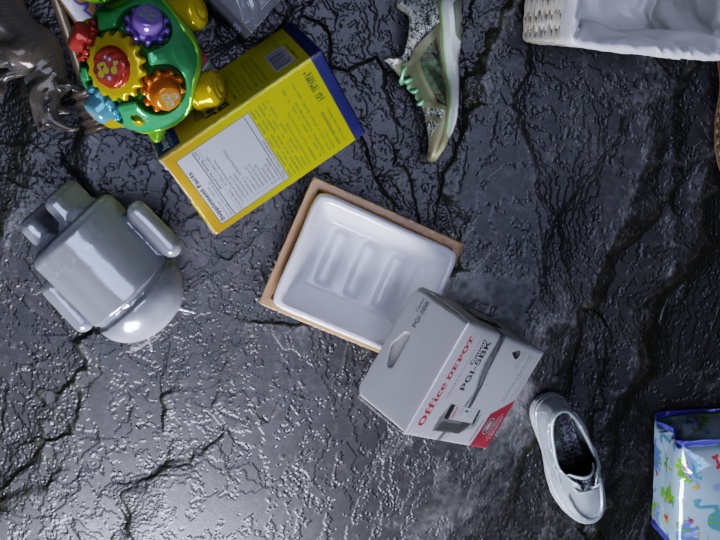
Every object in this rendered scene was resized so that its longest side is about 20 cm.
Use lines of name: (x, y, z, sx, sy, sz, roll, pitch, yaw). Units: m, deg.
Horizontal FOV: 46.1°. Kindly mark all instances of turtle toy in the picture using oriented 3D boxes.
turtle toy: (-0.225, -0.224, 0.823, 0.144, 0.101, 0.203, -8, 103, 19)

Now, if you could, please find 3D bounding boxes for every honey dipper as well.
honey dipper: (-0.314, -0.248, 0.909, 0.037, 0.038, 0.203, -19, 102, -5)

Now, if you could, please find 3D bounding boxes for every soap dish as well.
soap dish: (0.000, 0.000, 0.997, 0.198, 0.081, 0.159, 23, 97, -14)

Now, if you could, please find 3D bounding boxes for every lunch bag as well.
lunch bag: (0.498, 0.278, 1.127, 0.197, 0.128, 0.173, -3, 103, 1)

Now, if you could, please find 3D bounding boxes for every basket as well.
basket: (0.299, -0.338, 0.934, 0.195, 0.161, 0.203, 2, 102, -11)

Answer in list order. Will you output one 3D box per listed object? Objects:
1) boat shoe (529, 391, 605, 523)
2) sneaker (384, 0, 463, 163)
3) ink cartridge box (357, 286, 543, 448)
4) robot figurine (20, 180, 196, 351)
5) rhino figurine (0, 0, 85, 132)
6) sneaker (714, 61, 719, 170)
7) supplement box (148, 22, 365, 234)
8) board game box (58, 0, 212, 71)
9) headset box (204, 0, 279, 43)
boat shoe: (0.279, 0.258, 1.110, 0.069, 0.072, 0.203, -25, 106, -4)
sneaker: (0.071, -0.226, 0.973, 0.087, 0.077, 0.203, 2, 97, 3)
ink cartridge box: (0.110, 0.120, 0.991, 0.199, 0.083, 0.148, 22, 100, -51)
robot figurine: (-0.275, -0.002, 0.930, 0.169, 0.113, 0.200, -37, 107, 20)
rhino figurine: (-0.357, -0.225, 0.877, 0.087, 0.060, 0.201, -38, 92, 1)
sneaker: (0.492, -0.222, 1.042, 0.088, 0.067, 0.203, -5, 100, -4)
supplement box: (-0.115, -0.155, 0.913, 0.199, 0.110, 0.109, -34, 127, -2)
board game box: (-0.255, -0.276, 0.903, 0.095, 0.030, 0.201, -39, 107, -13)
headset box: (-0.158, -0.336, 0.843, 0.200, 0.174, 0.093, 43, 90, -17)
